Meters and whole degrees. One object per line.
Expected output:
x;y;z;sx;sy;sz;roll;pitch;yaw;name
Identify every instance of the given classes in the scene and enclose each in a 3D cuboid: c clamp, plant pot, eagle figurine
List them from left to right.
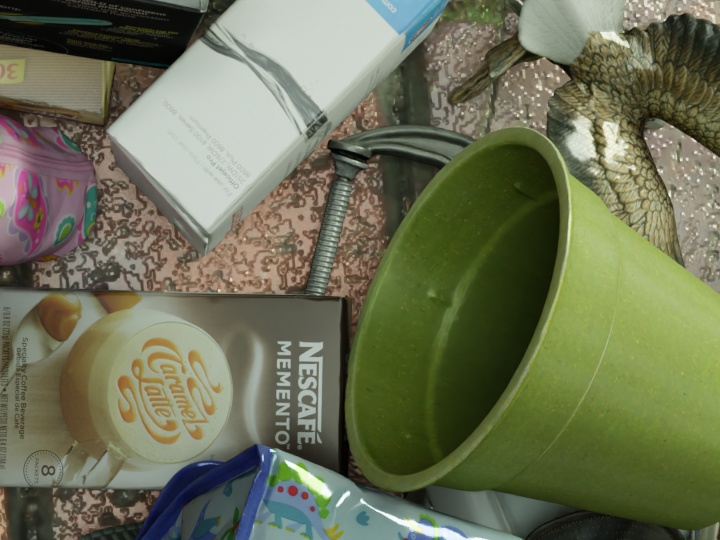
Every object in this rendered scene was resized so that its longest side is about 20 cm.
0.000;0.000;1.126;0.170;0.027;0.202;20;86;-4;c clamp
0.122;0.054;1.000;0.189;0.200;0.201;25;85;-24;plant pot
0.170;-0.086;1.091;0.150;0.152;0.201;-21;65;-35;eagle figurine

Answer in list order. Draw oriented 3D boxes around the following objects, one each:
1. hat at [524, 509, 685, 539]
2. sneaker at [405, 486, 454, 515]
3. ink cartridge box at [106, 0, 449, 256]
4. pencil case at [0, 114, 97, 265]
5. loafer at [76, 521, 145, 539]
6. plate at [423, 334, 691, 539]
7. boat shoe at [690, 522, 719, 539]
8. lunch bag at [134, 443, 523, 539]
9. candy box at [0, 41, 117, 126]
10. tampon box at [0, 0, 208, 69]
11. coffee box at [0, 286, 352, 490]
0.136;0.237;1.054;0.199;0.081;0.202;-15;120;-29;hat
0.055;0.215;1.099;0.081;0.077;0.202;14;86;-11;sneaker
-0.047;-0.110;1.068;0.084;0.145;0.200;44;84;-1;ink cartridge box
-0.210;-0.048;1.022;0.087;0.200;0.088;-1;87;11;pencil case
-0.075;0.182;1.097;0.198;0.075;0.070;-4;118;-6;loafer
0.126;0.094;1.102;0.198;0.032;0.201;-22;89;-24;plate
0.240;0.223;1.097;0.075;0.071;0.202;-14;102;-41;boat shoe
-0.029;0.179;0.978;0.169;0.200;0.128;22;62;-19;lunch bag
-0.190;-0.195;1.103;0.114;0.055;0.202;10;86;-6;candy box
-0.152;-0.192;0.979;0.149;0.200;0.127;9;86;-10;tampon box
-0.106;0.068;1.074;0.198;0.080;0.116;0;88;3;coffee box
